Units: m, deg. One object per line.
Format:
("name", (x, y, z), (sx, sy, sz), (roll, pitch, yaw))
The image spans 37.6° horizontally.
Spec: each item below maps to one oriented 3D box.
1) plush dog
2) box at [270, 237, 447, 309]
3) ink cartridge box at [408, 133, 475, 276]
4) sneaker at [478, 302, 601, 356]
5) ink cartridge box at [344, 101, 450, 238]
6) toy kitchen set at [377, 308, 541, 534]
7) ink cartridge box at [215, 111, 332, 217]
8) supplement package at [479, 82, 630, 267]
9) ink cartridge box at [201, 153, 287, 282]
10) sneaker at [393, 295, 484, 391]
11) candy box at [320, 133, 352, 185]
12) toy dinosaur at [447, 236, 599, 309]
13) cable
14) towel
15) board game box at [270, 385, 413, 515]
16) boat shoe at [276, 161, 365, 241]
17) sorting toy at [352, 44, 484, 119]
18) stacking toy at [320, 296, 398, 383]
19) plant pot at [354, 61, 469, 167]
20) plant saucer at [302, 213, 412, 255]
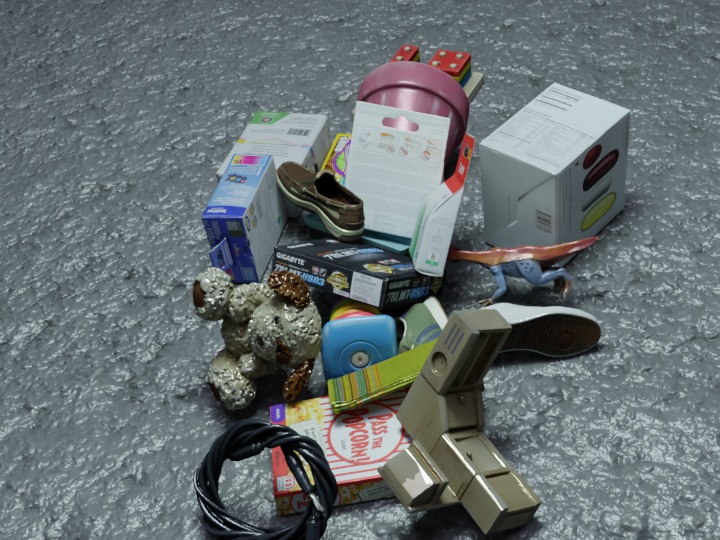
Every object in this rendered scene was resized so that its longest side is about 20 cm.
("plush dog", (-0.121, 0.084, 1.457), (0.170, 0.204, 0.159), (3, 17, 41))
("box", (0.000, 0.000, 1.577), (0.196, 0.051, 0.199), (19, 14, 29))
("ink cartridge box", (0.119, -0.105, 1.573), (0.049, 0.204, 0.161), (11, 10, -2))
("sneaker", (0.239, 0.072, 1.501), (0.196, 0.074, 0.085), (1, 25, 0))
("ink cartridge box", (0.058, -0.159, 1.690), (0.157, 0.204, 0.047), (12, 18, 13))
("toy kitchen set", (0.125, 0.182, 1.258), (0.161, 0.182, 0.200), (0, 38, -41))
("ink cartridge box", (-0.148, -0.190, 1.870), (0.142, 0.085, 0.201), (6, 42, 18))
("supplement package", (0.303, -0.145, 1.645), (0.146, 0.193, 0.199), (28, 53, 35))
("ink cartridge box", (-0.188, -0.075, 1.704), (0.075, 0.138, 0.202), (1, 41, 14))
("sneaker", (0.098, 0.117, 1.485), (0.088, 0.068, 0.201), (-19, 37, -8))
("candy box", (-0.019, -0.174, 1.871), (0.100, 0.027, 0.202), (7, 43, 13))
("toy dinosaur", (0.222, -0.021, 1.562), (0.179, 0.202, 0.105), (25, 25, -7))
("cable", (-0.124, 0.264, 1.294), (0.197, 0.166, 0.051), (14, 12, 27))
("towel", (0.049, 0.131, 1.408), (0.197, 0.018, 0.086), (-22, 22, 1))
("board game box", (-0.017, 0.232, 1.386), (0.196, 0.047, 0.153), (-10, 40, 0))
("boat shoe", (-0.059, -0.131, 1.686), (0.074, 0.076, 0.202), (-24, 49, -37))
("sorting toy", (0.109, -0.353, 2.019), (0.197, 0.070, 0.200), (13, 46, 24))
("stacking toy", (-0.006, 0.075, 1.537), (0.108, 0.118, 0.201), (-6, 29, 0))
("plant pot", (0.078, -0.219, 1.793), (0.196, 0.201, 0.181), (3, 58, 15))
("plant saucer", (0.002, -0.061, 1.728), (0.198, 0.019, 0.070), (19, 24, 31))
